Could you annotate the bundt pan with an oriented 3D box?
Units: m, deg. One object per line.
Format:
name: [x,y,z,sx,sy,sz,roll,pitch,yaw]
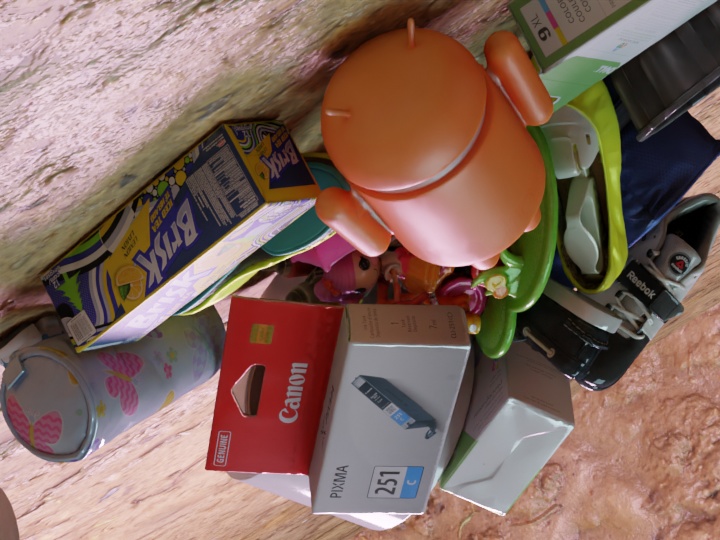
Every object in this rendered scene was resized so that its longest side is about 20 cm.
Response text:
bundt pan: [0.264,-0.184,1.519,0.201,0.076,0.202,-37,176,-3]

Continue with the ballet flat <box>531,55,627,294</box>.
ballet flat: [0.164,-0.071,1.547,0.066,0.201,0.067,-2,-151,23]

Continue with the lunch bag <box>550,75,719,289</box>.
lunch bag: [0.183,-0.082,1.685,0.136,0.132,0.200,-44,180,-36]

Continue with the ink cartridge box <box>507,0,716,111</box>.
ink cartridge box: [0.169,-0.180,1.406,0.199,0.060,0.104,-34,167,24]

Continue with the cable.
cable: [0.000,0.000,1.645,0.199,0.097,0.050,-5,142,-51]

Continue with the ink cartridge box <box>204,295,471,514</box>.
ink cartridge box: [-0.021,0.106,1.554,0.175,0.045,0.201,2,134,-10]

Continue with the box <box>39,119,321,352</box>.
box: [-0.123,-0.022,1.388,0.200,0.065,0.070,-35,166,32]

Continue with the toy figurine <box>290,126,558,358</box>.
toy figurine: [0.030,-0.022,1.534,0.183,0.150,0.201,-1,125,-18]

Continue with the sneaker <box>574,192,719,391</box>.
sneaker: [0.233,0.008,1.678,0.200,0.074,0.088,-55,-174,-26]

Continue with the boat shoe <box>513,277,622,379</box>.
boat shoe: [0.132,0.028,1.616,0.061,0.075,0.200,-62,-157,5]

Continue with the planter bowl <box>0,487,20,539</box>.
planter bowl: [-0.382,0.229,1.598,0.200,0.201,0.135,-33,140,20]

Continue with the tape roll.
tape roll: [-0.014,0.101,1.721,0.138,0.204,0.203,22,142,-23]

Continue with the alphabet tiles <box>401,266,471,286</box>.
alphabet tiles: [0.064,0.034,1.802,0.201,0.006,0.167,-61,-158,15]

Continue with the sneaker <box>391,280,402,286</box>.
sneaker: [0.017,0.032,1.929,0.199,0.071,0.080,-26,-173,12]

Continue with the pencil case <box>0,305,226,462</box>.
pencil case: [-0.177,0.069,1.496,0.083,0.091,0.200,-28,-177,31]

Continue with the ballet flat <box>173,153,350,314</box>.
ballet flat: [-0.072,-0.033,1.447,0.199,0.067,0.067,-32,-175,32]

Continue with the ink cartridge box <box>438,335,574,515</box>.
ink cartridge box: [0.116,0.089,1.719,0.067,0.201,0.117,23,124,-17]

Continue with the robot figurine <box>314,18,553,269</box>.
robot figurine: [0.049,-0.081,1.334,0.143,0.117,0.200,-11,147,24]

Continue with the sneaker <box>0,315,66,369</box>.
sneaker: [-0.212,0.089,1.593,0.075,0.087,0.200,-34,168,17]
